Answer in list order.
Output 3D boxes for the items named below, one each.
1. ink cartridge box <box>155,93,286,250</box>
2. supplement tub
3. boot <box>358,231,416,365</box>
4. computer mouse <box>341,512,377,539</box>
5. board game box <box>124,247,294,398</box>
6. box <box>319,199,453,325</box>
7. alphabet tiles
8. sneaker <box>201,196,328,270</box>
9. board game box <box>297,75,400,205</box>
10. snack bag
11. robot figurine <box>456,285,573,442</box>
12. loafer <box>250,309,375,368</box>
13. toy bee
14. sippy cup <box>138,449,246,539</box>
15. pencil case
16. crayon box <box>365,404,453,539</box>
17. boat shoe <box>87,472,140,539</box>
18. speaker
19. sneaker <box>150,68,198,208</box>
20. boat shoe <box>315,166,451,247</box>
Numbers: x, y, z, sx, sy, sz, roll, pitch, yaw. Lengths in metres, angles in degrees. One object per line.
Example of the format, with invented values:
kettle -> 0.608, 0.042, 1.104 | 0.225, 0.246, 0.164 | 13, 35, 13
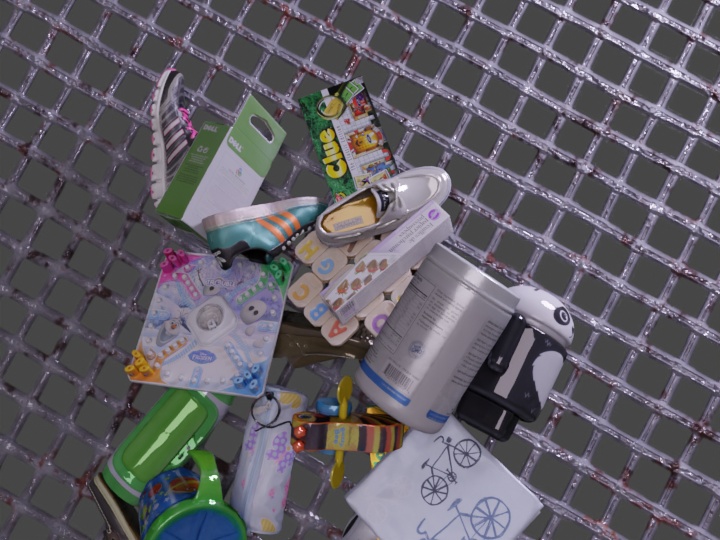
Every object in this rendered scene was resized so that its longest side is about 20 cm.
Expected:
ink cartridge box -> -0.191, -0.138, 1.152 | 0.059, 0.104, 0.203 | 17, 75, 36
supplement tub -> 0.093, 0.084, 1.015 | 0.131, 0.132, 0.202 | 33, 95, 5
boot -> 0.044, 0.063, 1.161 | 0.185, 0.064, 0.202 | 36, 95, 15
computer mouse -> 0.050, 0.326, 1.137 | 0.109, 0.044, 0.201 | 38, 86, 4
board game box -> -0.206, 0.065, 1.131 | 0.196, 0.026, 0.203 | 5, 63, 14
box -> 0.035, -0.011, 1.082 | 0.199, 0.042, 0.039 | -40, 57, -8
alphabet tiles -> 0.000, 0.000, 1.119 | 0.195, 0.015, 0.200 | -42, 60, -7
sneaker -> -0.123, -0.050, 1.139 | 0.197, 0.071, 0.082 | -15, 90, -36
board game box -> -0.013, -0.176, 1.179 | 0.103, 0.024, 0.203 | -21, 70, 0
snack bag -> 0.101, 0.299, 1.051 | 0.200, 0.021, 0.189 | 43, 81, 13
robot figurine -> 0.203, 0.121, 1.088 | 0.123, 0.150, 0.203 | 30, 82, -12
loafer -> -0.064, 0.099, 1.148 | 0.196, 0.076, 0.069 | 8, 110, 21
toy bee -> -0.045, 0.207, 1.023 | 0.196, 0.109, 0.133 | -16, 93, 7
sippy cup -> -0.230, 0.330, 1.069 | 0.178, 0.130, 0.140 | -43, 121, -9
pencil case -> -0.128, 0.255, 1.128 | 0.081, 0.091, 0.204 | 12, 85, -1
crayon box -> 0.072, 0.279, 1.097 | 0.116, 0.058, 0.204 | -5, 77, 0
boat shoe -> -0.325, 0.378, 1.132 | 0.065, 0.072, 0.203 | -33, 88, -7
speaker -> -0.263, 0.224, 1.139 | 0.088, 0.088, 0.201 | 41, 87, 6
sneaker -> -0.253, -0.188, 1.189 | 0.085, 0.074, 0.205 | 0, 89, 2
boat shoe -> 0.031, -0.089, 1.100 | 0.196, 0.070, 0.072 | -19, 84, -2
